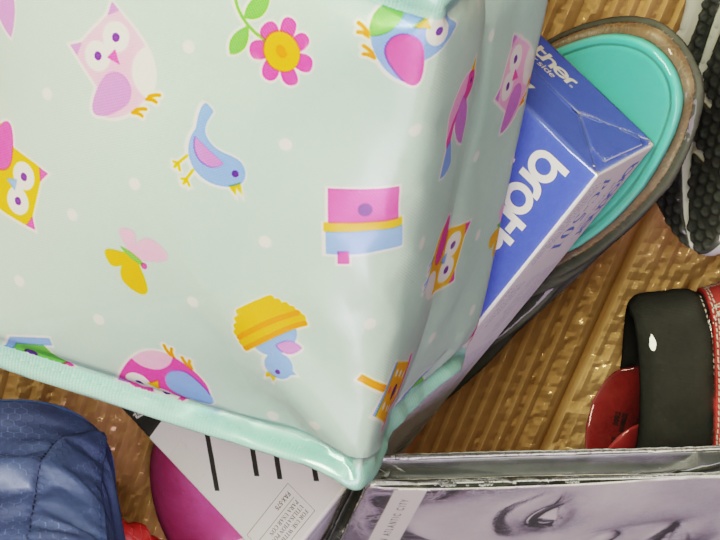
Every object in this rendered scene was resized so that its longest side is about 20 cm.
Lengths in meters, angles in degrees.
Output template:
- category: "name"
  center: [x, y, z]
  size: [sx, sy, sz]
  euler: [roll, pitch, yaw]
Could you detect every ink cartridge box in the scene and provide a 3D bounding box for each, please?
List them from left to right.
- category: "ink cartridge box"
  center: [0.000, 0.000, 0.876]
  size: [0.044, 0.094, 0.200]
  euler: [-28, 160, -54]

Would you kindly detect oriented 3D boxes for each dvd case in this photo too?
- category: "dvd case"
  center: [0.086, 0.095, 0.926]
  size: [0.199, 0.016, 0.149]
  euler: [0, 155, -12]

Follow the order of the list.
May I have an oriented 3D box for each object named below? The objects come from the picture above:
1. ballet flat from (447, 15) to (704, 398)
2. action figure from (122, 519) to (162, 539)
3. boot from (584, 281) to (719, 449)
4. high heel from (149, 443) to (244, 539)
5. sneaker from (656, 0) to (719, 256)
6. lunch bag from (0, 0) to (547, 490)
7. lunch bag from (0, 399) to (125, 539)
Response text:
- category: "ballet flat"
  center: [0.054, -0.021, 0.904]
  size: [0.200, 0.068, 0.068]
  euler: [-45, 167, 35]
- category: "action figure"
  center: [-0.131, 0.094, 0.955]
  size: [0.065, 0.052, 0.200]
  euler: [-36, 126, 24]
- category: "boot"
  center: [0.162, 0.080, 1.012]
  size: [0.144, 0.072, 0.200]
  euler: [-16, 123, 0]
- category: "high heel"
  center: [-0.028, 0.140, 0.996]
  size: [0.067, 0.096, 0.200]
  euler: [-15, 132, 2]
- category: "sneaker"
  center: [0.148, -0.097, 0.867]
  size: [0.080, 0.074, 0.200]
  euler: [-13, 138, -22]
- category: "lunch bag"
  center: [-0.058, -0.053, 0.789]
  size: [0.200, 0.122, 0.171]
  euler: [19, 120, 18]
- category: "lunch bag"
  center: [-0.157, 0.133, 0.869]
  size: [0.199, 0.132, 0.136]
  euler: [-2, 125, -2]
